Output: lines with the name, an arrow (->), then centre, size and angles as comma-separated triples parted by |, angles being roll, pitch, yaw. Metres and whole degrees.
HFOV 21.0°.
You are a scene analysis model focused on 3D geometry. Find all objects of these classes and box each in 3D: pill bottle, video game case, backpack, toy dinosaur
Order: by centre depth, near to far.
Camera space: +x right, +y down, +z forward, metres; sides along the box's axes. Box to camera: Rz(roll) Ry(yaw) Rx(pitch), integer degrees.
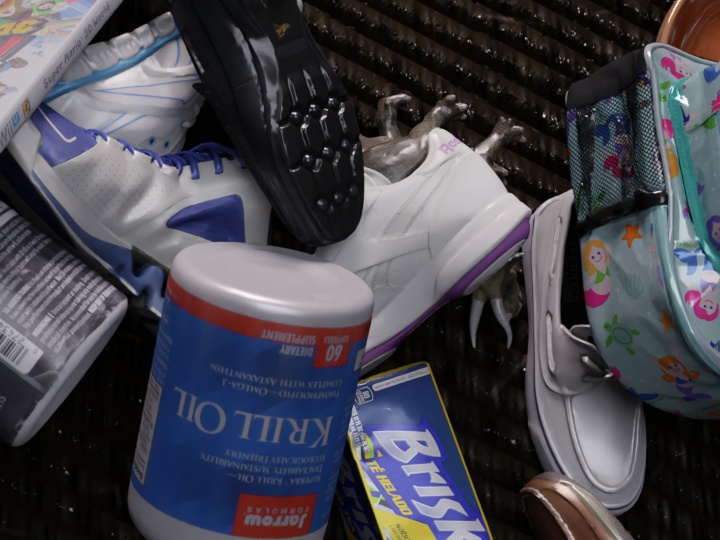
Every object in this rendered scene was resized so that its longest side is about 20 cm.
pill bottle -> -0.064, 0.094, 1.048 | 0.112, 0.112, 0.200 | 8, 106, -12
video game case -> -0.228, -0.112, 1.057 | 0.143, 0.018, 0.200 | 2, 34, 16
pill bottle -> -0.236, -0.002, 1.068 | 0.200, 0.106, 0.106 | 37, 70, -1
backpack -> 0.213, -0.019, 1.110 | 0.177, 0.150, 0.200 | 12, 71, -37
toy dinosaur -> 0.036, -0.053, 1.165 | 0.200, 0.077, 0.102 | 35, 58, -7

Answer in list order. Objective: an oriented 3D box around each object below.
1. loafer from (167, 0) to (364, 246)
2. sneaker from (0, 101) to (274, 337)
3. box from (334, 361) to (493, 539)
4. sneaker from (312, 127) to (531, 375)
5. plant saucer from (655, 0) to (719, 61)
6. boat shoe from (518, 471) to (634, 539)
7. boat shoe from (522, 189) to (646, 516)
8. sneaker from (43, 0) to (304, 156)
loafer -> -0.056, -0.107, 1.072 | 0.068, 0.070, 0.201 | -26, 96, -42
sneaker -> -0.116, -0.044, 1.101 | 0.199, 0.081, 0.115 | 46, 73, -24
box -> 0.035, 0.159, 1.109 | 0.064, 0.070, 0.200 | -17, 80, -20
sneaker -> 0.000, 0.000, 1.120 | 0.200, 0.075, 0.100 | -38, 83, 10
plant saucer -> 0.283, -0.114, 1.265 | 0.200, 0.032, 0.201 | 3, 75, -12
boat shoe -> 0.140, 0.213, 1.120 | 0.072, 0.076, 0.200 | -26, 81, -17
boat shoe -> 0.137, 0.047, 1.167 | 0.073, 0.065, 0.200 | -7, 78, -16
sneaker -> -0.116, -0.108, 1.154 | 0.200, 0.075, 0.087 | -27, 97, -17
